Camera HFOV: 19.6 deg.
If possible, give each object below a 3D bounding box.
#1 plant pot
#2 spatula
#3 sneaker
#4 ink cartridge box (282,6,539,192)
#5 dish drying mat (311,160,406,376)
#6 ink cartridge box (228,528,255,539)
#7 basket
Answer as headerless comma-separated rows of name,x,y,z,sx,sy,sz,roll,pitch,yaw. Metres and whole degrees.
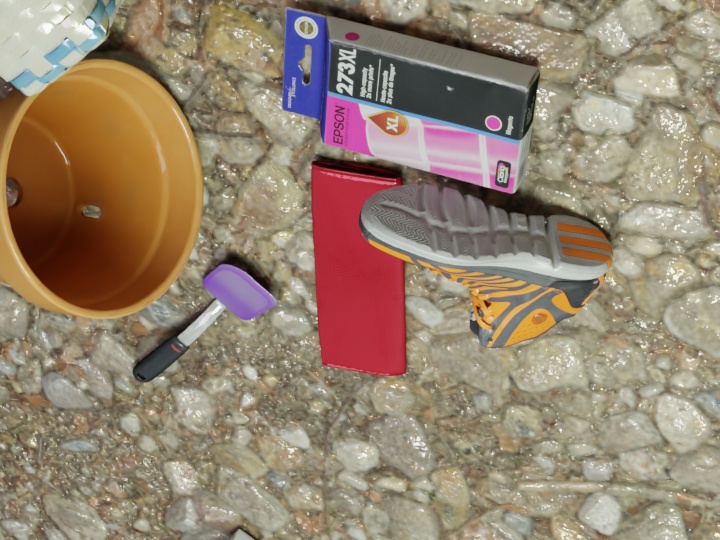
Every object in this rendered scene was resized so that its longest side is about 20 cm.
plant pot,-0.243,-0.064,1.651,0.140,0.200,0.200,1,127,46
spatula,-0.143,0.050,1.788,0.056,0.021,0.200,42,132,-11
sneaker,0.084,0.006,1.583,0.199,0.078,0.112,13,135,-12
ink cartridge box,0.031,-0.128,1.554,0.199,0.037,0.095,17,131,15
dish drying mat,0.000,0.000,1.686,0.077,0.018,0.201,11,127,17
ink cartridge box,-0.081,0.355,1.948,0.200,0.084,0.146,37,132,-5
basket,-0.269,-0.238,1.527,0.139,0.177,0.200,-30,112,28
